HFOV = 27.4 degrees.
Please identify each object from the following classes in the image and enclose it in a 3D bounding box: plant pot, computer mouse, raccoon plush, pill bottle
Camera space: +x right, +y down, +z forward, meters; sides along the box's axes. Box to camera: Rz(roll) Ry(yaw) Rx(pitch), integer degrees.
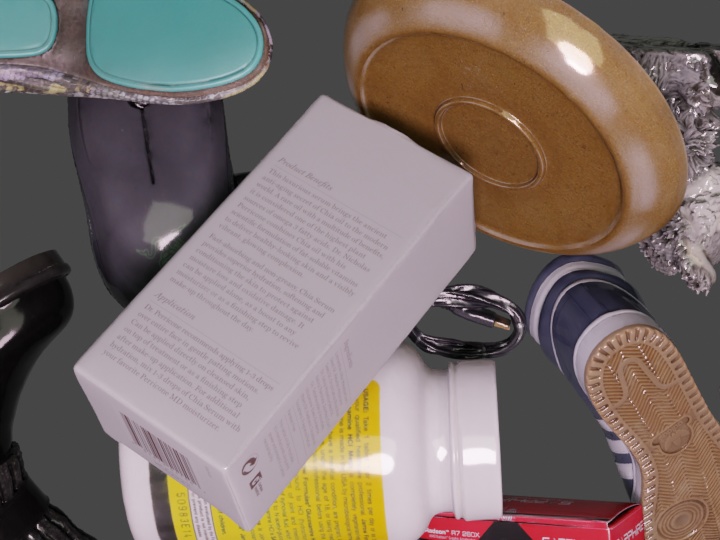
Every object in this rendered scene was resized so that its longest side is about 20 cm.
[{"bbox_3d":[0.071,-0.072,0.759,0.199,0.200,0.028,38,64,-5],"label":"plant pot"},{"bbox_3d":[-0.120,-0.069,0.797,0.137,0.053,0.202,-16,82,-3],"label":"computer mouse"},{"bbox_3d":[0.125,-0.061,0.821,0.198,0.097,0.136,6,105,9],"label":"raccoon plush"},{"bbox_3d":[-0.023,0.095,0.803,0.198,0.112,0.114,-2,97,5],"label":"pill bottle"},{"bbox_3d":[0.000,0.000,0.837,0.198,0.034,0.059,26,81,0],"label":"computer mouse"}]

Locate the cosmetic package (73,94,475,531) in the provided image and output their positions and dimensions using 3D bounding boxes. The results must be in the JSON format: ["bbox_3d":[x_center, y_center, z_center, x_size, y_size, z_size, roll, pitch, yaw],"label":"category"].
[{"bbox_3d":[-0.037,0.017,0.745,0.101,0.072,0.200,30,65,24],"label":"cosmetic package"}]

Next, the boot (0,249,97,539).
[{"bbox_3d":[-0.194,0.108,0.822,0.158,0.079,0.211,45,104,1],"label":"boot"}]

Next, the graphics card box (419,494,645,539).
[{"bbox_3d":[0.104,0.228,0.834,0.124,0.051,0.202,-3,96,34],"label":"graphics card box"}]

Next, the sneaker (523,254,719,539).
[{"bbox_3d":[0.156,0.075,0.845,0.070,0.109,0.201,-30,127,-1],"label":"sneaker"}]

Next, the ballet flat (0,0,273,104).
[{"bbox_3d":[-0.141,-0.120,0.757,0.198,0.072,0.073,5,96,3],"label":"ballet flat"}]
